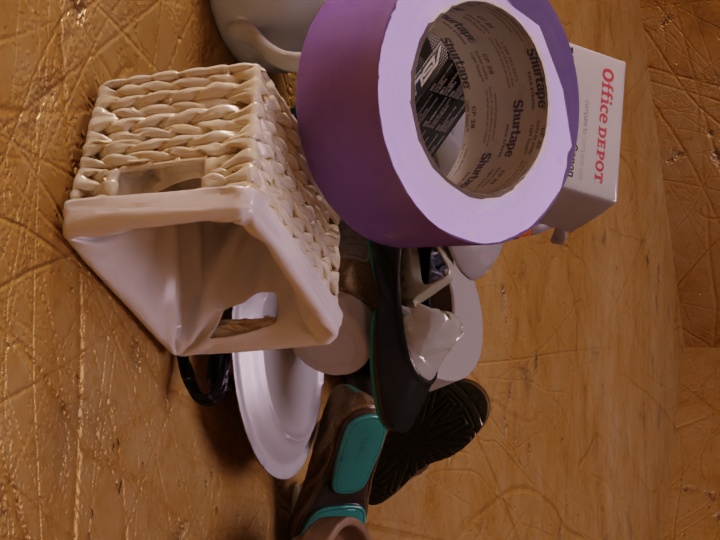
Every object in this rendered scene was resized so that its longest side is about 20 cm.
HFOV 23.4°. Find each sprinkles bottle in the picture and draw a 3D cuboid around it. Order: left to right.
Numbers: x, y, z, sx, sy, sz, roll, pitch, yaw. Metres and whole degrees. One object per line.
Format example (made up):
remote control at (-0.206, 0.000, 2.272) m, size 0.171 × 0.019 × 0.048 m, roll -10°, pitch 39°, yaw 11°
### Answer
sprinkles bottle at (0.000, 0.000, 1.441) m, size 0.200 × 0.068 × 0.068 m, roll -66°, pitch 150°, yaw -50°

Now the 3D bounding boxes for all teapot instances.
teapot at (-0.031, -0.250, 1.394) m, size 0.197 × 0.146 × 0.200 m, roll -4°, pitch 93°, yaw -72°

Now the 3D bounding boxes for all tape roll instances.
tape roll at (0.042, 0.013, 1.596) m, size 0.203 × 0.037 × 0.203 m, roll 36°, pitch 42°, yaw -40°
tape roll at (0.056, -0.116, 1.208) m, size 0.200 × 0.085 × 0.200 m, roll 0°, pitch 90°, yaw -42°

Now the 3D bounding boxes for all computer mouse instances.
computer mouse at (-0.100, 0.010, 1.305) m, size 0.034 × 0.059 × 0.200 m, roll 55°, pitch 39°, yaw -57°

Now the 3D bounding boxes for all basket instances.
basket at (-0.099, -0.039, 1.191) m, size 0.200 × 0.135 × 0.124 m, roll 59°, pitch 30°, yaw -57°

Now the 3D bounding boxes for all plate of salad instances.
plate of salad at (-0.074, 0.068, 1.398) m, size 0.200 × 0.048 × 0.200 m, roll -6°, pitch 90°, yaw -73°

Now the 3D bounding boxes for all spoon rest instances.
spoon rest at (0.086, -0.088, 1.408) m, size 0.099 × 0.061 × 0.200 m, roll 43°, pitch 47°, yaw -56°

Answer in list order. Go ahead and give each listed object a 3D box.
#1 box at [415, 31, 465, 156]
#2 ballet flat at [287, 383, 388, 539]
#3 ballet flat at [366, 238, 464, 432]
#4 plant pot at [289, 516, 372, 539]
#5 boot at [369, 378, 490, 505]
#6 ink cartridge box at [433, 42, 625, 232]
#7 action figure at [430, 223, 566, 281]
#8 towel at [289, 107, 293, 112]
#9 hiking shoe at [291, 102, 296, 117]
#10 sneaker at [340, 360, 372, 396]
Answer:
box at (0.039, -0.172, 1.423) m, size 0.200 × 0.047 × 0.193 m, roll 127°, pitch -28°, yaw -45°
ballet flat at (-0.027, 0.182, 1.487) m, size 0.072 × 0.068 × 0.200 m, roll -126°, pitch -136°, yaw -52°
ballet flat at (0.041, 0.024, 1.356) m, size 0.068 × 0.068 × 0.200 m, roll 22°, pitch 59°, yaw -57°
plant pot at (-0.051, 0.297, 1.384) m, size 0.201 × 0.093 × 0.201 m, roll -2°, pitch 90°, yaw -73°
boot at (0.078, 0.148, 1.731) m, size 0.066 × 0.175 × 0.200 m, roll 54°, pitch 21°, yaw 4°
ink cartridge box at (0.125, -0.136, 1.525) m, size 0.086 × 0.200 × 0.148 m, roll 144°, pitch -43°, yaw -62°
action figure at (0.091, -0.099, 1.604) m, size 0.193 × 0.105 × 0.200 m, roll -4°, pitch 67°, yaw -42°
towel at (-0.053, -0.070, 1.520) m, size 0.200 × 0.023 × 0.153 m, roll -19°, pitch 107°, yaw -73°
hiking shoe at (-0.019, -0.131, 1.373) m, size 0.200 × 0.074 × 0.087 m, roll 137°, pitch -42°, yaw -55°
sneaker at (0.016, 0.030, 1.647) m, size 0.098 × 0.071 × 0.201 m, roll 55°, pitch 39°, yaw -64°
